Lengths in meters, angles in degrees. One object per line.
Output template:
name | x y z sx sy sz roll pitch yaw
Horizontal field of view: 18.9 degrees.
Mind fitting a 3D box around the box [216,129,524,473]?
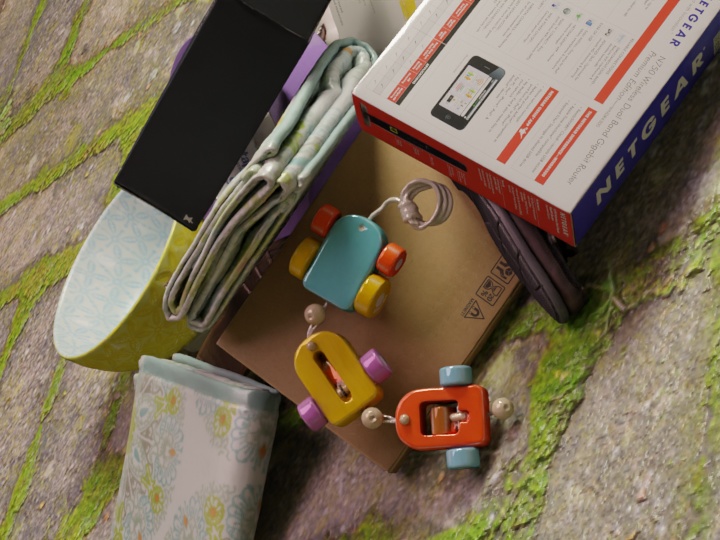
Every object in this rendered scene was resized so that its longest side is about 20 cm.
box | 0.015 0.017 1.547 0.200 0.163 0.021 -55 -17 3

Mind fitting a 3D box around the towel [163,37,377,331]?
towel | -0.064 -0.063 1.565 0.171 0.048 0.200 -54 2 37

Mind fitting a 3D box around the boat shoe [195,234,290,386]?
boat shoe | -0.067 0.039 1.728 0.200 0.065 0.073 -49 61 39

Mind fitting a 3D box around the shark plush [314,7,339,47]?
shark plush | 0.023 -0.261 1.790 0.083 0.091 0.200 30 69 35

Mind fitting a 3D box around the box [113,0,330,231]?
box | -0.095 -0.150 1.621 0.200 0.079 0.141 -56 9 36

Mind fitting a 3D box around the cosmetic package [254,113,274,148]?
cosmetic package | -0.019 -0.176 1.889 0.200 0.081 0.113 -36 33 42

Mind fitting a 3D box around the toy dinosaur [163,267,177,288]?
toy dinosaur | -0.107 -0.011 1.755 0.106 0.060 0.200 -52 -18 11

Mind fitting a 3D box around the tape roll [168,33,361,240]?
tape roll | -0.078 -0.109 1.798 0.200 0.065 0.201 30 130 44

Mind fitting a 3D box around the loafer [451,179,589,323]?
loafer | 0.107 -0.056 1.483 0.063 0.072 0.200 -31 62 -4

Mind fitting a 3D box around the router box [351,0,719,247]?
router box | 0.123 -0.141 1.456 0.179 0.049 0.200 31 72 23

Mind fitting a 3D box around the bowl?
bowl | -0.176 0.014 1.932 0.200 0.107 0.201 -42 30 31

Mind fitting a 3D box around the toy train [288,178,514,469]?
toy train | 0.027 0.044 1.498 0.150 0.056 0.201 -11 79 13

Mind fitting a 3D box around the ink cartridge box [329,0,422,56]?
ink cartridge box | 0.080 -0.248 1.646 0.200 0.128 0.126 -20 89 45

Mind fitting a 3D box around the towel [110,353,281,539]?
towel | -0.131 0.161 1.707 0.200 0.048 0.172 13 95 59
